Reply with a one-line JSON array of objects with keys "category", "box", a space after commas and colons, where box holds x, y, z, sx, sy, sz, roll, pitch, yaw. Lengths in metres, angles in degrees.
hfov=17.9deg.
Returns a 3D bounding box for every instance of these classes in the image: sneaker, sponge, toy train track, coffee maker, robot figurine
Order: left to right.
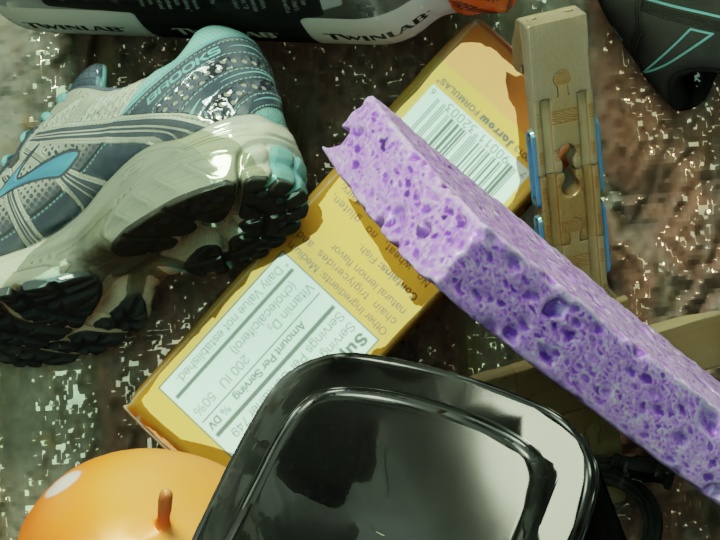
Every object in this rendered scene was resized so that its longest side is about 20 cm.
[{"category": "sneaker", "box": [-0.102, -0.026, 0.873, 0.199, 0.077, 0.087, -24, 60, 29]}, {"category": "robot figurine", "box": [-0.084, 0.147, 0.808, 0.143, 0.117, 0.201, 18, 115, -21]}, {"category": "coffee maker", "box": [0.032, 0.110, 0.747, 0.134, 0.200, 0.193, -7, 58, 15]}, {"category": "toy train track", "box": [0.075, -0.003, 0.850, 0.114, 0.033, 0.201, -15, 117, -14]}, {"category": "sponge", "box": [0.079, 0.024, 0.780, 0.200, 0.112, 0.030, 38, 98, -30]}, {"category": "sneaker", "box": [0.167, -0.118, 0.837, 0.075, 0.200, 0.080, -21, 91, -37]}]

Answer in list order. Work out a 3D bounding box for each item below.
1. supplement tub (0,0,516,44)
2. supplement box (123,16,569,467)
[{"category": "supplement tub", "box": [-0.040, -0.148, 0.855, 0.199, 0.122, 0.123, 4, 83, 17]}, {"category": "supplement box", "box": [0.000, 0.000, 0.878, 0.069, 0.067, 0.200, 44, 89, 5]}]
